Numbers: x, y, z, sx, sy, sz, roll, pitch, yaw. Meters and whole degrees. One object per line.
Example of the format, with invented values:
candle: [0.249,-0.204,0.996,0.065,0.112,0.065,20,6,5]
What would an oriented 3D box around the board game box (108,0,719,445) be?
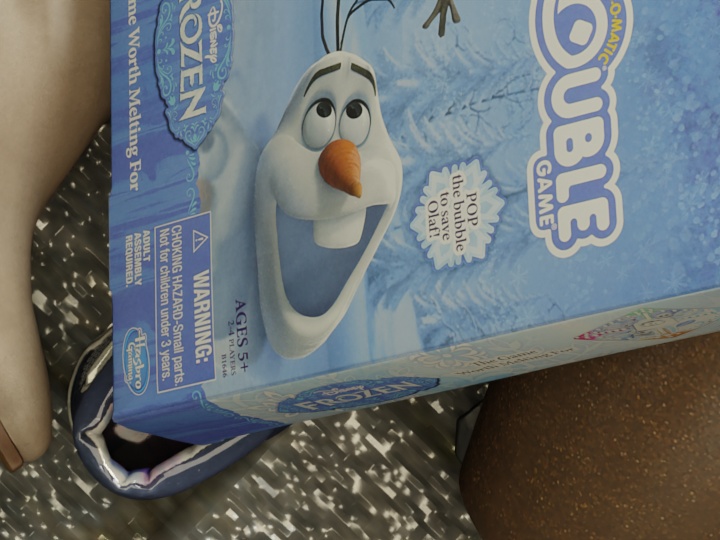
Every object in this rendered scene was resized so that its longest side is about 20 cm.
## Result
board game box: [0.019,-0.070,0.759,0.198,0.043,0.201,-14,70,35]

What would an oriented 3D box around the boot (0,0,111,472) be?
boot: [-0.092,-0.062,0.854,0.146,0.070,0.200,-30,94,-16]

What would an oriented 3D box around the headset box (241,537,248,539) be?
headset box: [-0.059,0.188,0.877,0.200,0.077,0.149,-33,96,-4]

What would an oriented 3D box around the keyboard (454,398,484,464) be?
keyboard: [0.134,0.090,0.918,0.127,0.021,0.200,-39,97,-2]

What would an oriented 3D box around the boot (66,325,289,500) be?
boot: [0.000,0.000,0.864,0.200,0.090,0.073,-40,96,-2]

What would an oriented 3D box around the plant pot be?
plant pot: [0.123,0.012,0.800,0.187,0.187,0.200,37,109,-6]
